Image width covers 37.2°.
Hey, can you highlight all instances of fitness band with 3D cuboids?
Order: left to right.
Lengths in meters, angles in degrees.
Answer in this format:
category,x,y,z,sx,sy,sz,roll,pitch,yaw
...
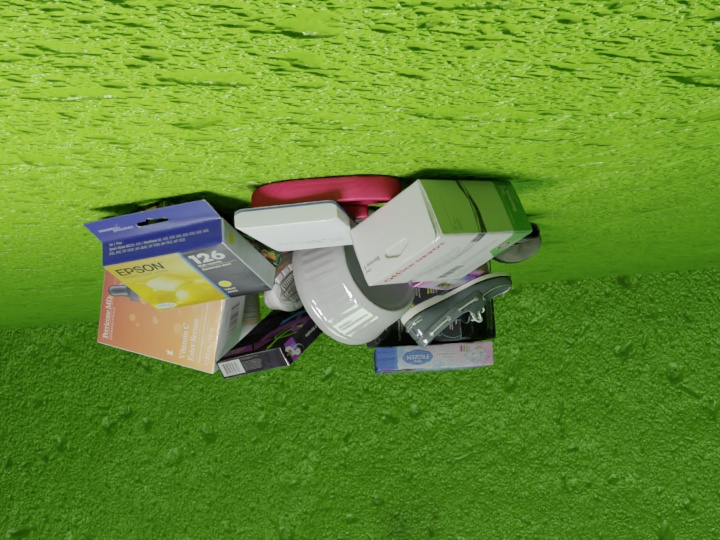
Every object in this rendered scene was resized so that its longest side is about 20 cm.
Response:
category,x,y,z,sx,sy,sz,roll,pitch,yaw
fitness band,-0.044,-0.093,1.389,0.196,0.038,0.144,-5,172,1

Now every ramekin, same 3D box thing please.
category,x,y,z,sx,sy,sz,roll,pitch,yaw
ramekin,0.000,0.000,1.601,0.201,0.206,0.094,1,160,-46

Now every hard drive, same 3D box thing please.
category,x,y,z,sx,sy,sz,roll,pitch,yaw
hard drive,-0.075,-0.056,1.409,0.130,0.026,0.200,-5,172,9

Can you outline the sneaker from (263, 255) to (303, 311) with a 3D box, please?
category,x,y,z,sx,sy,sz,roll,pitch,yaw
sneaker,-0.084,-0.010,1.685,0.199,0.078,0.099,-39,-168,-28

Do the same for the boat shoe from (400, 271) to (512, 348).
category,x,y,z,sx,sy,sz,roll,pitch,yaw
boat shoe,0.157,0.061,1.648,0.198,0.062,0.073,-21,161,-23

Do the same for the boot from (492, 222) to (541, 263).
category,x,y,z,sx,sy,sz,roll,pitch,yaw
boot,0.272,-0.055,1.876,0.197,0.069,0.130,0,173,-34

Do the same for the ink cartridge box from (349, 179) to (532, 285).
category,x,y,z,sx,sy,sz,roll,pitch,yaw
ink cartridge box,0.105,-0.050,1.405,0.198,0.085,0.146,-3,156,-47

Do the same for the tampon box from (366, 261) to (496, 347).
category,x,y,z,sx,sy,sz,roll,pitch,yaw
tampon box,0.118,0.054,1.875,0.198,0.153,0.125,-7,173,35

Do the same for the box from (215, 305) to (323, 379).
category,x,y,z,sx,sy,sz,roll,pitch,yaw
box,-0.110,0.088,1.624,0.142,0.036,0.200,-16,-162,39

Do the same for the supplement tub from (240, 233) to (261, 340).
category,x,y,z,sx,sy,sz,roll,pitch,yaw
supplement tub,-0.238,0.045,1.773,0.143,0.204,0.145,-4,180,0

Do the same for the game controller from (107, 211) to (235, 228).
category,x,y,z,sx,sy,sz,roll,pitch,yaw
game controller,-0.281,-0.056,1.559,0.196,0.043,0.104,-4,175,-3

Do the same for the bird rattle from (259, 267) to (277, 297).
category,x,y,z,sx,sy,sz,roll,pitch,yaw
bird rattle,-0.164,-0.016,2.015,0.160,0.115,0.200,7,-170,10

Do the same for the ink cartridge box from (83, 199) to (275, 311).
category,x,y,z,sx,sy,sz,roll,pitch,yaw
ink cartridge box,-0.246,-0.015,1.464,0.195,0.048,0.200,-9,152,22

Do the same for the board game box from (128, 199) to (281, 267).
category,x,y,z,sx,sy,sz,roll,pitch,yaw
board game box,-0.218,-0.043,1.495,0.199,0.024,0.104,26,153,-36

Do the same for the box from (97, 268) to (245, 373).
category,x,y,z,sx,sy,sz,roll,pitch,yaw
box,-0.287,0.050,1.645,0.197,0.155,0.106,13,-165,11

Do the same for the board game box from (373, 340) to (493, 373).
category,x,y,z,sx,sy,sz,roll,pitch,yaw
board game box,0.122,0.153,1.869,0.195,0.044,0.200,-4,173,-1

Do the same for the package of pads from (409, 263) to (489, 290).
category,x,y,z,sx,sy,sz,roll,pitch,yaw
package of pads,0.117,-0.036,1.617,0.075,0.122,0.199,-32,163,22

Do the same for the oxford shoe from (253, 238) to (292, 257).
category,x,y,z,sx,sy,sz,roll,pitch,yaw
oxford shoe,-0.123,-0.059,1.610,0.072,0.072,0.200,-24,179,1

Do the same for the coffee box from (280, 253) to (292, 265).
category,x,y,z,sx,sy,sz,roll,pitch,yaw
coffee box,-0.045,0.018,1.806,0.112,0.081,0.199,24,-177,-35
